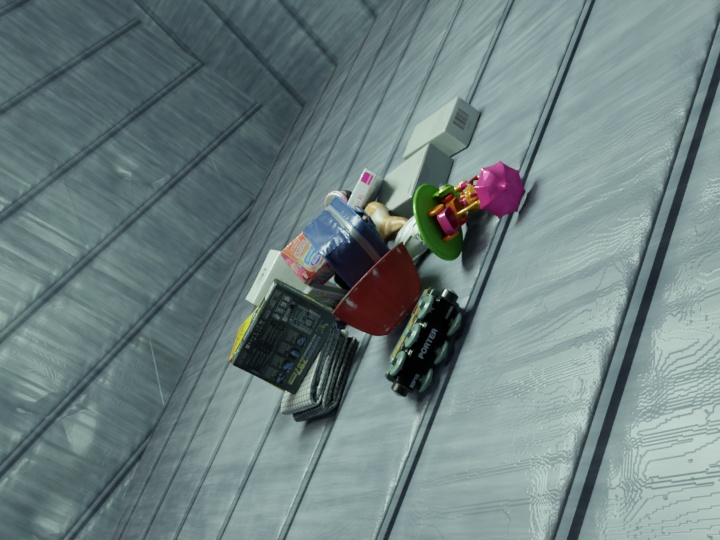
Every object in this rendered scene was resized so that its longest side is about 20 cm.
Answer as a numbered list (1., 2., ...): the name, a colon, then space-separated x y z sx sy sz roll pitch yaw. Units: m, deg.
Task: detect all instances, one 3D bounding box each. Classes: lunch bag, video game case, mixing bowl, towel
1. lunch bag: -0.025 -0.066 1.490 0.132 0.136 0.200 -43 33 0
2. video game case: -0.109 0.098 1.720 0.200 0.141 0.018 -42 47 41
3. mixing bowl: 0.050 0.053 1.372 0.200 0.108 0.200 -45 -5 -5
4. towel: -0.093 0.230 1.575 0.165 0.084 0.204 -33 34 56

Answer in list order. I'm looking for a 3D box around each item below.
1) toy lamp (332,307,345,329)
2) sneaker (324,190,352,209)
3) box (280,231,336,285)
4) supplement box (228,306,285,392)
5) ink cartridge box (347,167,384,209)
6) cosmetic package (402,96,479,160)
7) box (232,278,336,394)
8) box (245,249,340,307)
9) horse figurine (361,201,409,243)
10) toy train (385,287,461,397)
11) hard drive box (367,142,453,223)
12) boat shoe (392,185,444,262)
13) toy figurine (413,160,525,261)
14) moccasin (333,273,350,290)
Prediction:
1. toy lamp: -0.028 0.087 1.653 0.200 0.057 0.059 -43 25 40
2. sneaker: -0.041 -0.113 1.813 0.095 0.077 0.205 -42 -44 -60
3. box: -0.111 -0.027 1.682 0.102 0.095 0.200 -40 -8 0
4. supplement box: -0.204 0.202 1.717 0.109 0.198 0.110 -42 24 38
5. ink cartridge box: 0.011 -0.179 1.702 0.121 0.041 0.200 -63 -7 6
6. cosmetic package: 0.188 -0.319 1.666 0.199 0.073 0.104 -22 41 64
7. box: -0.162 0.142 1.501 0.203 0.155 0.051 -60 17 9
8. box: -0.179 0.062 1.857 0.155 0.198 0.106 -61 20 -7
9. horse figurine: 0.042 -0.097 1.582 0.134 0.049 0.201 -62 37 23
10. toy train: 0.108 0.122 1.224 0.203 0.084 0.114 -62 7 -2
11. hard drive box: 0.114 -0.180 1.644 0.199 0.076 0.159 -29 36 58
12. boat shoe: 0.135 -0.087 1.459 0.202 0.073 0.066 -57 14 12
13. toy figurine: 0.219 -0.132 1.283 0.182 0.152 0.200 -25 12 37
14. moccasin: -0.001 -0.001 1.690 0.078 0.073 0.201 -53 8 -31
